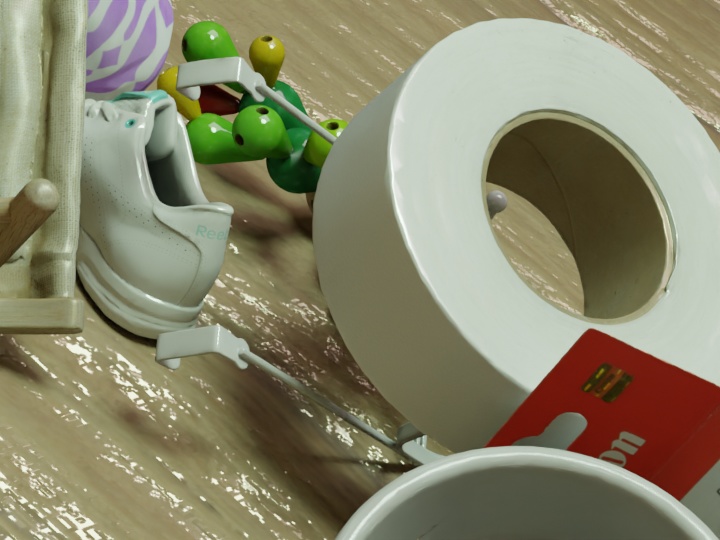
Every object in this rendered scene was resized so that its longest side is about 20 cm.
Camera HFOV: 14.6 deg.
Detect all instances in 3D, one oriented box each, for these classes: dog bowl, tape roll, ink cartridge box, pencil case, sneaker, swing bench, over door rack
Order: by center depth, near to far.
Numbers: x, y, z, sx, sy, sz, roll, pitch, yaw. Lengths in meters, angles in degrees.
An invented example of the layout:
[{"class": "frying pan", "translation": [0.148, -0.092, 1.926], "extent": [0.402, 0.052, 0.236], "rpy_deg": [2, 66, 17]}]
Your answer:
[{"class": "dog bowl", "translation": [0.065, 0.154, 1.078], "extent": [0.200, 0.059, 0.200], "rpy_deg": [4, 53, -5]}, {"class": "swing bench", "translation": [-0.177, -0.092, 1.157], "extent": [0.130, 0.199, 0.200], "rpy_deg": [1, -15, -3]}, {"class": "ink cartridge box", "translation": [0.142, 0.126, 1.208], "extent": [0.200, 0.160, 0.047], "rpy_deg": [26, 39, -14]}, {"class": "tape roll", "translation": [0.081, -0.010, 1.267], "extent": [0.202, 0.071, 0.203], "rpy_deg": [16, 57, -27]}, {"class": "over door rack", "translation": [0.000, 0.000, 1.297], "extent": [0.200, 0.067, 0.148], "rpy_deg": [25, 58, -41]}, {"class": "sneaker", "translation": [-0.125, -0.060, 1.354], "extent": [0.075, 0.089, 0.200], "rpy_deg": [-3, 40, -50]}, {"class": "pencil case", "translation": [-0.175, -0.155, 1.403], "extent": [0.200, 0.085, 0.084], "rpy_deg": [43, 46, -48]}]

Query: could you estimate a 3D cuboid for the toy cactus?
[{"class": "toy cactus", "translation": [-0.025, -0.042, 1.466], "extent": [0.200, 0.102, 0.165], "rpy_deg": [41, 7, 27]}]
